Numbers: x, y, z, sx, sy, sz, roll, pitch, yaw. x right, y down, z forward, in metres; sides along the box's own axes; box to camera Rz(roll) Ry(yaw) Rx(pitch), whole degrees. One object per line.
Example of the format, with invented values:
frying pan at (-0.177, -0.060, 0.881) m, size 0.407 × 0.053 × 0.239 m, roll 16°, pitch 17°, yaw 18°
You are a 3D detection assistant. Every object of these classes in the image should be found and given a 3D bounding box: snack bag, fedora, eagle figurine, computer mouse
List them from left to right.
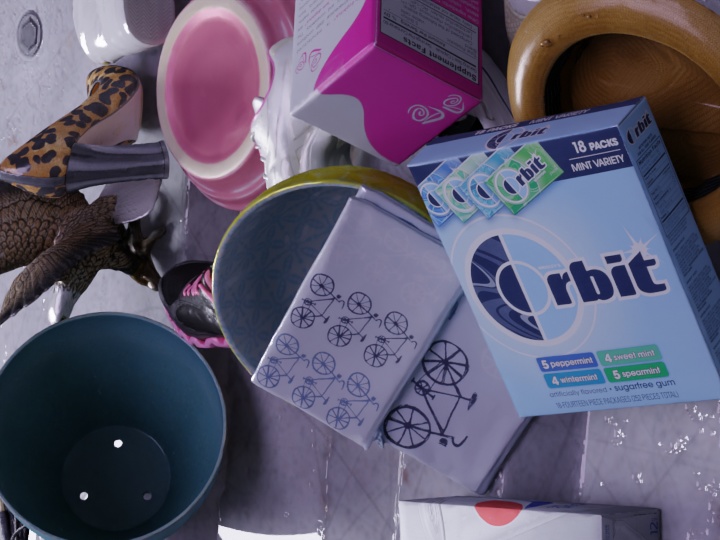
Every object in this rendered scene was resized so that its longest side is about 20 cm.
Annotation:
eagle figurine at (-0.261, -0.012, 1.842) m, size 0.151 × 0.199 × 0.152 m, roll -22°, pitch 74°, yaw 46°
computer mouse at (-0.268, 0.214, 1.968) m, size 0.200 × 0.044 × 0.110 m, roll -39°, pitch 51°, yaw 44°
snack bag at (0.043, 0.059, 1.550) m, size 0.199 × 0.021 × 0.189 m, roll 30°, pitch 122°, yaw -2°
fedora at (0.194, -0.112, 1.404) m, size 0.199 × 0.082 × 0.202 m, roll 20°, pitch 130°, yaw 26°

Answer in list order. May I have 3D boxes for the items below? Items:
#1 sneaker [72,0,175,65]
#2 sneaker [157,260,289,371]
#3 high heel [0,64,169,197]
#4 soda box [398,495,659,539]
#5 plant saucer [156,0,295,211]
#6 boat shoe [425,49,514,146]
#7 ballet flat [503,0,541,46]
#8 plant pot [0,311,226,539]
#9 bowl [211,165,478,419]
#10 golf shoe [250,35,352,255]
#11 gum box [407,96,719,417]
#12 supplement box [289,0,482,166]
sneaker at (-0.210, -0.279, 1.881) m, size 0.115 × 0.073 × 0.202 m, roll -17°, pitch 68°, yaw 55°
sneaker at (-0.105, 0.022, 1.729) m, size 0.079 × 0.096 × 0.199 m, roll -47°, pitch 39°, yaw -15°
high heel at (-0.253, -0.126, 1.856) m, size 0.200 × 0.141 × 0.072 m, roll -124°, pitch 33°, yaw -55°
soda box at (0.116, 0.196, 1.527) m, size 0.199 × 0.063 × 0.069 m, roll -2°, pitch 88°, yaw 48°
plant saucer at (-0.104, -0.150, 1.780) m, size 0.200 × 0.051 × 0.202 m, roll -1°, pitch 89°, yaw 48°
boat shoe at (0.076, -0.105, 1.568) m, size 0.200 × 0.065 × 0.074 m, roll 51°, pitch 126°, yaw 35°
ballet flat at (0.132, -0.239, 1.509) m, size 0.067 × 0.062 × 0.201 m, roll 39°, pitch 118°, yaw 41°
plant pot at (-0.209, 0.154, 1.818) m, size 0.135 × 0.199 × 0.201 m, roll 93°, pitch 157°, yaw -65°
bowl at (0.000, 0.000, 1.605) m, size 0.198 × 0.108 × 0.202 m, roll 7°, pitch 120°, yaw 12°
golf shoe at (-0.047, -0.087, 1.688) m, size 0.091 × 0.075 × 0.202 m, roll 18°, pitch 98°, yaw 27°
gum box at (0.143, -0.003, 1.426) m, size 0.169 × 0.045 × 0.201 m, roll -8°, pitch 114°, yaw 40°
supplement box at (0.019, -0.194, 1.556) m, size 0.101 × 0.103 × 0.201 m, roll -34°, pitch 41°, yaw 42°
